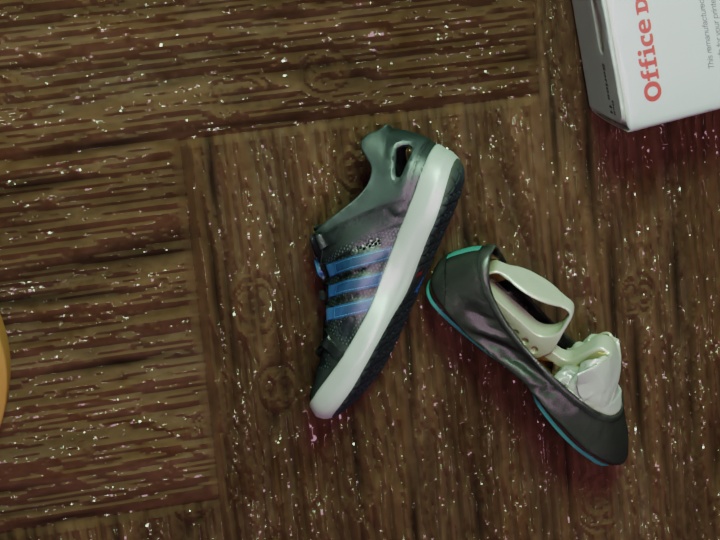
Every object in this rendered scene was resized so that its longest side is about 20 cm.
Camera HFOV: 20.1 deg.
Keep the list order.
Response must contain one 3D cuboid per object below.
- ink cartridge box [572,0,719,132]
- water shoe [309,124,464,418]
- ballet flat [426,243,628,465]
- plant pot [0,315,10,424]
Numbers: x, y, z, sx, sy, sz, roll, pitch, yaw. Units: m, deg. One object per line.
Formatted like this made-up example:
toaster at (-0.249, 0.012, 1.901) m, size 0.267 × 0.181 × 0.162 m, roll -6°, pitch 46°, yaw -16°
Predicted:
ink cartridge box at (0.243, -0.189, 1.357) m, size 0.199 × 0.083 × 0.148 m, roll -14°, pitch 105°, yaw -10°
water shoe at (0.000, 0.000, 1.367) m, size 0.079 × 0.071 × 0.201 m, roll 27°, pitch 98°, yaw 12°
ballet flat at (0.131, 0.057, 1.390) m, size 0.200 × 0.068 × 0.068 m, roll 42°, pitch 124°, yaw -17°
plant pot at (-0.315, 0.079, 1.269) m, size 0.198 × 0.140 × 0.202 m, roll -3°, pitch 102°, yaw -12°
